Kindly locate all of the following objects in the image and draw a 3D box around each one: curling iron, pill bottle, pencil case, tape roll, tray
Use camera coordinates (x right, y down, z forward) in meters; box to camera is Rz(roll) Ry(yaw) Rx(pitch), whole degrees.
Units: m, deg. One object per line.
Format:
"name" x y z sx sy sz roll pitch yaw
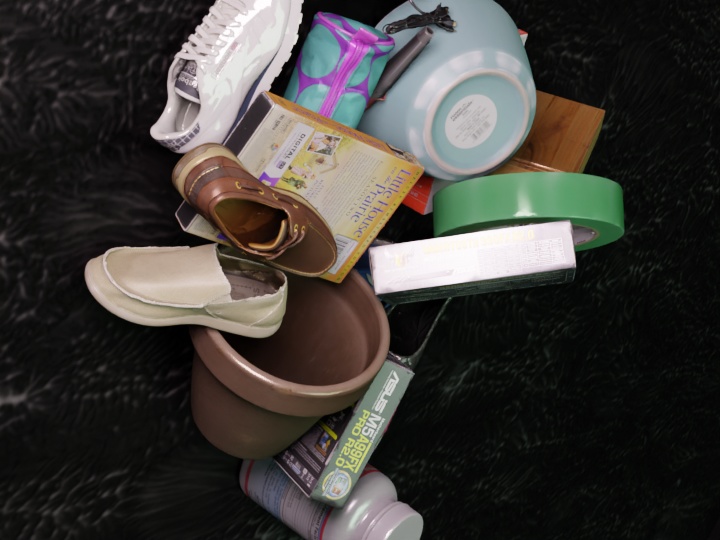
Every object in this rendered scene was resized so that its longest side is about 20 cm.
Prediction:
"curling iron" 0.013 -0.165 1.601 0.025 0.050 0.200 7 136 -42
"pill bottle" -0.031 0.252 1.815 0.109 0.199 0.109 -37 144 -33
"pencil case" -0.040 -0.143 1.560 0.092 0.084 0.201 -114 -135 -72
"tape roll" 0.175 -0.056 1.713 0.200 0.199 0.049 17 68 -60
"tray" 0.211 -0.145 1.859 0.200 0.098 0.037 -58 162 -56

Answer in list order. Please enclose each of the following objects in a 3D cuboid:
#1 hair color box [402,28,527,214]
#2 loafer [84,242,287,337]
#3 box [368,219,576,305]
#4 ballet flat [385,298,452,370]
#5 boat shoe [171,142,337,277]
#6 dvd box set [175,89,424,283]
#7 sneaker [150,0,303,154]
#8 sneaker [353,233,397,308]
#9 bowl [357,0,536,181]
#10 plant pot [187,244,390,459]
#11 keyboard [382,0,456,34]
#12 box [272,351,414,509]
"hair color box" 0.104 -0.170 1.782 0.110 0.064 0.202 -18 130 -48
"loafer" -0.152 0.008 1.483 0.199 0.076 0.068 9 132 -31
"box" 0.114 -0.006 1.634 0.158 0.198 0.049 38 44 -81
"ballet flat" 0.058 0.049 1.832 0.201 0.066 0.057 -60 -177 -24
"boat shoe" -0.085 -0.037 1.440 0.072 0.068 0.200 -44 138 10
"dvd box set" -0.052 -0.073 1.503 0.199 0.029 0.147 18 117 -43
"sneaker" -0.116 -0.192 1.425 0.080 0.076 0.201 8 109 -48
"sneaker" 0.000 0.000 1.762 0.090 0.078 0.200 -61 151 -2
"bowl" 0.098 -0.170 1.651 0.199 0.105 0.202 -12 124 -19
"plant pot" -0.093 0.094 1.622 0.200 0.200 0.175 -26 155 -43
"keyboard" 0.035 -0.280 1.558 0.199 0.021 0.128 -18 88 -48
"box" -0.037 0.135 1.711 0.044 0.200 0.161 27 94 -30
